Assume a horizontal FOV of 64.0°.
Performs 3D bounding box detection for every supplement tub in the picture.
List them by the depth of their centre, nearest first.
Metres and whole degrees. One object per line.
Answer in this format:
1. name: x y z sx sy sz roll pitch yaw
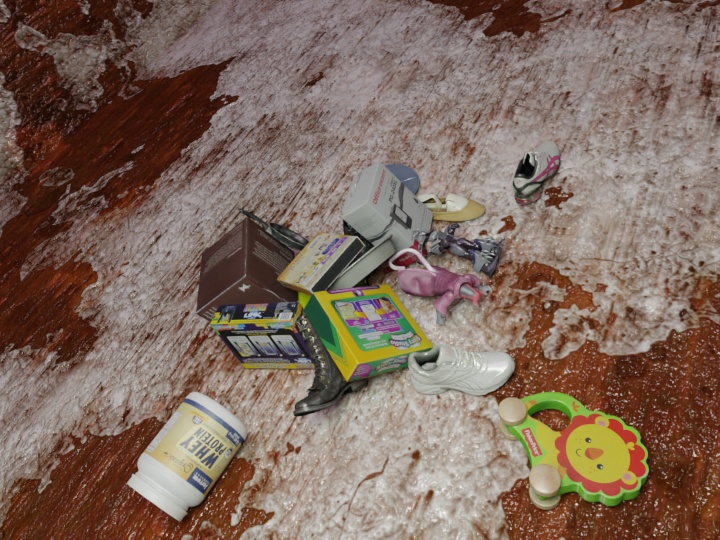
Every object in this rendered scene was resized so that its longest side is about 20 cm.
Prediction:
1. supplement tub: -0.326 0.351 1.093 0.144 0.145 0.200 14 56 35

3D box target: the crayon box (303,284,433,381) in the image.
1. crayon box: 0.016 0.113 1.109 0.199 0.058 0.173 -5 49 -41

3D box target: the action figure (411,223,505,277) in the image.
1. action figure: 0.206 -0.058 1.256 0.199 0.070 0.130 18 38 14

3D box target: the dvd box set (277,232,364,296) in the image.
1. dvd box set: -0.088 -0.015 1.203 0.146 0.029 0.200 -49 24 -15

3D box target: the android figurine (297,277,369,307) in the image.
1. android figurine: -0.076 0.070 1.319 0.199 0.041 0.183 -16 44 11

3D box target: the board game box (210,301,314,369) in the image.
1. board game box: -0.188 0.140 1.213 0.199 0.166 0.057 -3 47 23

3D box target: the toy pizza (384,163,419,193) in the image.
1. toy pizza: 0.062 -0.211 1.530 0.199 0.032 0.201 -13 44 13

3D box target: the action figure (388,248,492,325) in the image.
1. action figure: 0.177 0.020 1.179 0.134 0.149 0.200 -41 31 -23

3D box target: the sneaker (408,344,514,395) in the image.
1. sneaker: 0.178 0.175 1.053 0.199 0.100 0.078 -11 45 16

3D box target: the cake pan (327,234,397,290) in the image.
1. cake pan: 0.000 0.000 1.217 0.200 0.200 0.037 -39 88 -13

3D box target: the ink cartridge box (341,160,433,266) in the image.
1. ink cartridge box: 0.066 -0.127 1.315 0.083 0.200 0.146 -25 37 40

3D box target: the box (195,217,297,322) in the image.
1. box: -0.259 0.023 1.331 0.164 0.166 0.201 -34 40 22

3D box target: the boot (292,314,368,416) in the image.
1. boot: -0.082 0.170 1.105 0.069 0.175 0.199 -30 -6 42

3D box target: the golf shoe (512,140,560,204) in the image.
1. golf shoe: 0.417 -0.250 1.354 0.072 0.092 0.200 11 53 35

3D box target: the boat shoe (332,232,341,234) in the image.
1. boat shoe: -0.099 -0.033 1.379 0.063 0.071 0.200 -4 24 29

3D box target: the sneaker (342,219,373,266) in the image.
1. sneaker: -0.012 -0.071 1.397 0.075 0.079 0.201 -22 44 4

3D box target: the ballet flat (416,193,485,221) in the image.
1. ballet flat: 0.197 -0.154 1.387 0.199 0.063 0.069 0 48 25

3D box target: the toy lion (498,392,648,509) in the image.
1. toy lion: 0.340 0.277 0.914 0.191 0.069 0.201 -17 43 -1

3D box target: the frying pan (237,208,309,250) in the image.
1. frying pan: -0.190 -0.086 1.337 0.115 0.190 0.031 38 104 37
